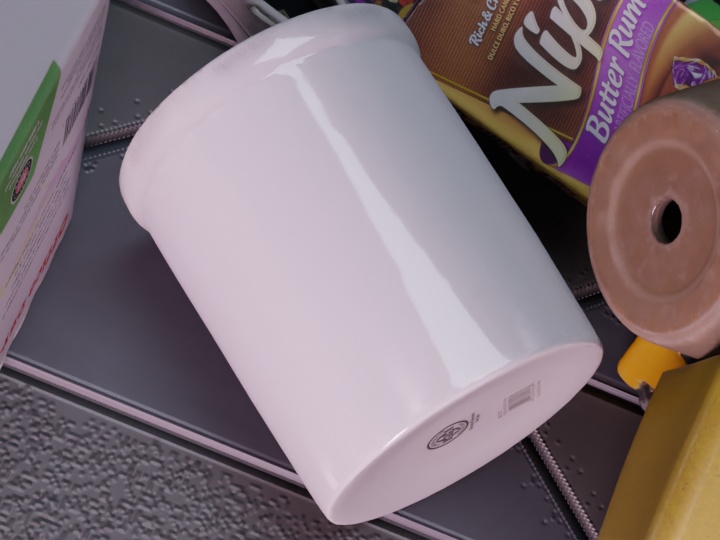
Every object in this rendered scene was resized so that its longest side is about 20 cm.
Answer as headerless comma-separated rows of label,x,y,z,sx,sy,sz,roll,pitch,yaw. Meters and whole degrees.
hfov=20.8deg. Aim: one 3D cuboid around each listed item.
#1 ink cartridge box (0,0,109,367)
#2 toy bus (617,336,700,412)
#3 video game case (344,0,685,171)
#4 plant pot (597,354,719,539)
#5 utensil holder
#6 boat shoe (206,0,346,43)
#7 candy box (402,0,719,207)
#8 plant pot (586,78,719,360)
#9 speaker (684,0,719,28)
ink cartridge box,-0.186,-0.043,0.908,0.084,0.200,0.145,21,54,-1
toy bus,0.240,0.082,1.049,0.200,0.065,0.078,39,54,9
video game case,0.097,-0.189,1.128,0.181,0.036,0.200,44,91,17
plant pot,0.194,0.168,0.891,0.200,0.200,0.177,30,86,3
utensil holder,0.000,0.000,0.963,0.170,0.170,0.200,-21,69,-29
boat shoe,-0.066,-0.181,1.120,0.072,0.066,0.200,-22,67,-29
candy box,0.123,-0.105,1.060,0.200,0.056,0.117,35,92,-2
plant pot,0.208,-0.024,0.925,0.174,0.200,0.201,1,56,-34
speaker,0.223,-0.072,1.134,0.088,0.089,0.200,-27,69,-31
